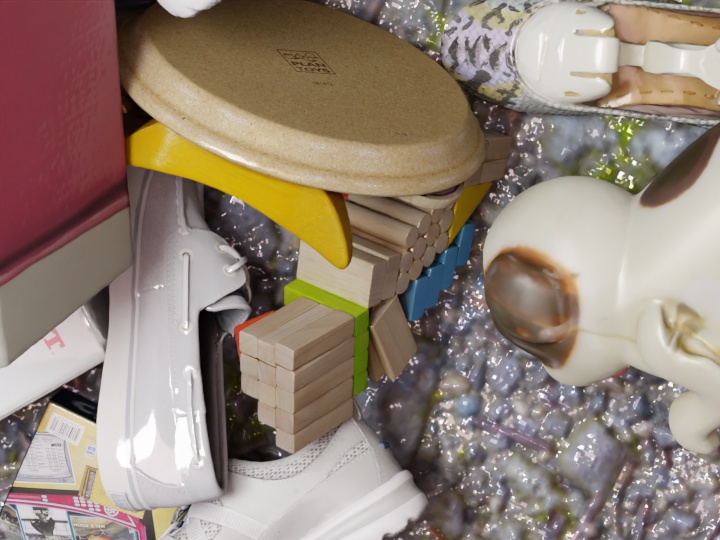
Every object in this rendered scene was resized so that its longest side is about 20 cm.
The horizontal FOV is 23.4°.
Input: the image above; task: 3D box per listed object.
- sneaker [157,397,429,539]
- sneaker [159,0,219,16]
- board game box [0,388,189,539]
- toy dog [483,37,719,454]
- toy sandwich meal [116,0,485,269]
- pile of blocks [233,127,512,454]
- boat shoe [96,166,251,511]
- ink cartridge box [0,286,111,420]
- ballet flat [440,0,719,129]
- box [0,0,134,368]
[{"bbox_3d":[-0.068,0.133,0.879,0.199,0.075,0.082,-27,79,0],"label":"sneaker"},{"bbox_3d":[-0.096,-0.178,0.800,0.074,0.200,0.082,-33,116,-13],"label":"sneaker"},{"bbox_3d":[-0.100,0.168,0.928,0.199,0.035,0.136,26,98,0],"label":"board game box"},{"bbox_3d":[0.155,-0.004,0.834,0.198,0.140,0.195,-13,124,21],"label":"toy dog"},{"bbox_3d":[-0.040,-0.071,0.831,0.204,0.205,0.071,19,118,1],"label":"toy sandwich meal"},{"bbox_3d":[0.000,0.000,0.872,0.062,0.082,0.200,22,59,33],"label":"pile of blocks"},{"bbox_3d":[-0.087,0.018,0.861,0.068,0.072,0.202,-2,65,12],"label":"boat shoe"},{"bbox_3d":[-0.238,0.022,0.893,0.199,0.084,0.146,-29,93,6],"label":"ink cartridge box"},{"bbox_3d":[0.139,-0.107,0.863,0.198,0.072,0.073,6,98,3],"label":"ballet flat"},{"bbox_3d":[-0.180,-0.080,0.734,0.127,0.109,0.202,13,121,23],"label":"box"}]
